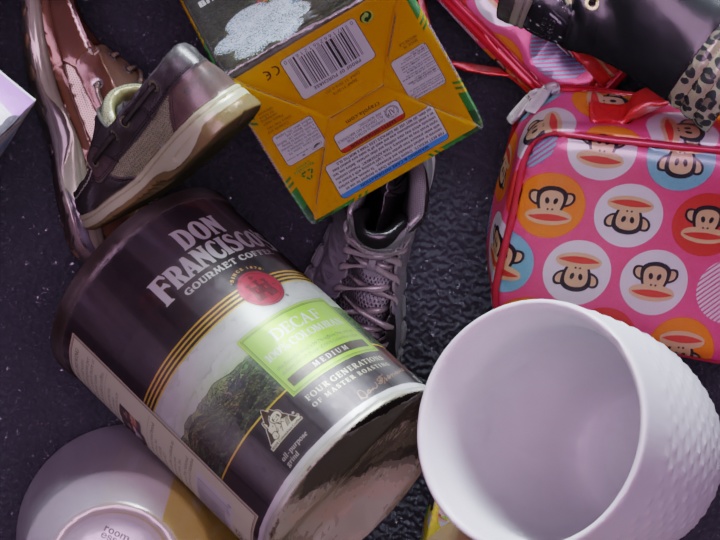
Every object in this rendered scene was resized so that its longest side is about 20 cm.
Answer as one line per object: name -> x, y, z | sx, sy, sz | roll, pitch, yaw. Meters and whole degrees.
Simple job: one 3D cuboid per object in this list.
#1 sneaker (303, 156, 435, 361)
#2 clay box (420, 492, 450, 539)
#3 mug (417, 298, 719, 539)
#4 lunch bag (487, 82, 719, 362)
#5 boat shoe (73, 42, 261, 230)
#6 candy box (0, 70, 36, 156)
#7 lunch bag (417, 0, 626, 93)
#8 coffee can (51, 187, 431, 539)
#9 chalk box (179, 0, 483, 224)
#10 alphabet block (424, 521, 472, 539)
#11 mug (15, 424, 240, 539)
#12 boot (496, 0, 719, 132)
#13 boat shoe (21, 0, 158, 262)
sneaker -> 0.000, 0.000, 1.613 | 0.075, 0.115, 0.200 | 11, 92, -1
clay box -> 0.102, 0.146, 1.653 | 0.115, 0.048, 0.200 | 12, 92, -3
mug -> 0.137, 0.129, 1.529 | 0.147, 0.175, 0.200 | -3, 78, 30
lunch bag -> 0.183, -0.038, 1.593 | 0.200, 0.082, 0.176 | 8, 120, -4
boat shoe -> -0.124, -0.081, 1.517 | 0.072, 0.201, 0.066 | -33, 91, -30
candy box -> -0.312, -0.084, 1.570 | 0.168, 0.200, 0.072 | 40, 48, -2
lunch bag -> 0.107, -0.203, 1.628 | 0.200, 0.082, 0.176 | 44, 96, -4
coffee can -> -0.068, 0.067, 1.564 | 0.200, 0.146, 0.146 | 42, 91, 24
chalk box -> -0.029, -0.147, 1.588 | 0.125, 0.200, 0.124 | -30, 125, 2
alphabet block -> 0.062, 0.304, 1.544 | 0.196, 0.200, 0.195 | -35, 116, 10
mug -> -0.130, 0.170, 1.599 | 0.186, 0.153, 0.150 | -18, 91, 0
boot -> 0.193, -0.196, 1.523 | 0.154, 0.073, 0.204 | 33, 84, 8
boat shoe -> -0.169, -0.107, 1.634 | 0.072, 0.076, 0.200 | -13, 96, -9
